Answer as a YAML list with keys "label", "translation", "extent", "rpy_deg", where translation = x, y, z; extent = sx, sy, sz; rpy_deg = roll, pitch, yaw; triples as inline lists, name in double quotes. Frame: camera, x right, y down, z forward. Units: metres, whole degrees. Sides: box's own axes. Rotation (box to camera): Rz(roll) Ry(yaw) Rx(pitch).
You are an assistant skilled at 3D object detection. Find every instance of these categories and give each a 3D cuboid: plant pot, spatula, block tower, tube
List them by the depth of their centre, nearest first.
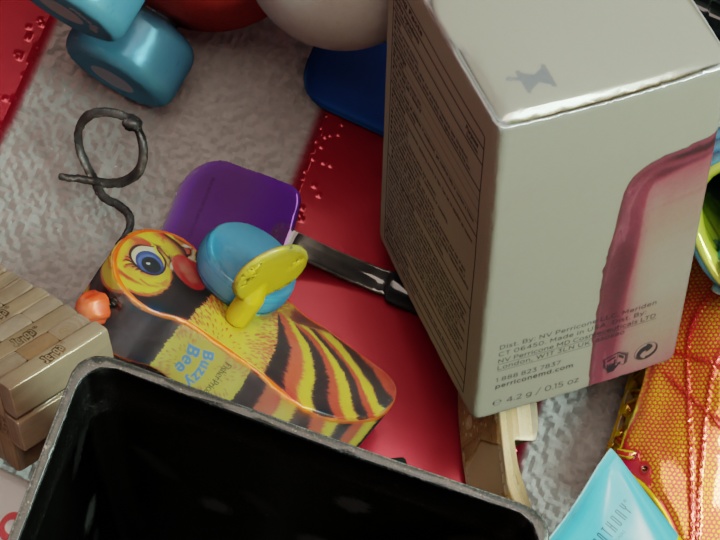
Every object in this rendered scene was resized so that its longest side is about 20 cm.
- label: "plant pot"
  translation: [-0.056, 0.178, 0.937]
  extent: [0.199, 0.177, 0.200]
  rpy_deg: [20, 72, 0]
- label: "block tower"
  translation: [-0.192, 0.020, 1.018]
  extent: [0.058, 0.054, 0.200]
  rpy_deg: [-32, 43, -30]
- label: "tube"
  translation: [0.156, 0.180, 1.027]
  extent: [0.200, 0.050, 0.077]
  rpy_deg: [49, 50, -10]
- label: "spatula"
  translation: [0.000, 0.000, 1.118]
  extent: [0.200, 0.021, 0.057]
  rpy_deg: [21, 82, -1]

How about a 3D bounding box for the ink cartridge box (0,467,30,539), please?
- label: "ink cartridge box"
  translation: [-0.235, 0.134, 0.996]
  extent: [0.200, 0.088, 0.145]
  rpy_deg: [24, 76, 10]

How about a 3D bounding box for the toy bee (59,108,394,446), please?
- label: "toy bee"
  translation: [-0.087, 0.026, 1.052]
  extent: [0.200, 0.131, 0.109]
  rpy_deg: [25, 33, 19]

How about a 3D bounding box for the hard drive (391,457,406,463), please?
- label: "hard drive"
  translation: [-0.069, 0.164, 1.051]
  extent: [0.200, 0.033, 0.140]
  rpy_deg: [-4, 72, -7]

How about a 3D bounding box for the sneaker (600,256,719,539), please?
- label: "sneaker"
  translation: [0.150, 0.072, 1.084]
  extent: [0.077, 0.073, 0.200]
  rpy_deg: [1, 71, -7]

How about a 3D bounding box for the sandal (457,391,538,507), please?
- label: "sandal"
  translation: [0.049, 0.131, 1.049]
  extent: [0.070, 0.078, 0.212]
  rpy_deg: [2, 63, -18]

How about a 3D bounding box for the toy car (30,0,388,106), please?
- label: "toy car"
  translation: [-0.026, -0.155, 1.072]
  extent: [0.200, 0.177, 0.185]
  rpy_deg: [27, 80, 16]

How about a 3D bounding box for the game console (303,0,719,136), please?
- label: "game console"
  translation: [0.096, -0.137, 1.177]
  extent: [0.200, 0.118, 0.171]
  rpy_deg: [25, 40, 2]

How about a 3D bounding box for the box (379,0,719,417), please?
- label: "box"
  translation: [0.081, -0.052, 1.016]
  extent: [0.109, 0.200, 0.128]
  rpy_deg: [-15, 52, -14]

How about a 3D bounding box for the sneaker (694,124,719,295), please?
- label: "sneaker"
  translation: [0.221, -0.001, 1.069]
  extent: [0.200, 0.131, 0.080]
  rpy_deg: [35, 113, -12]
